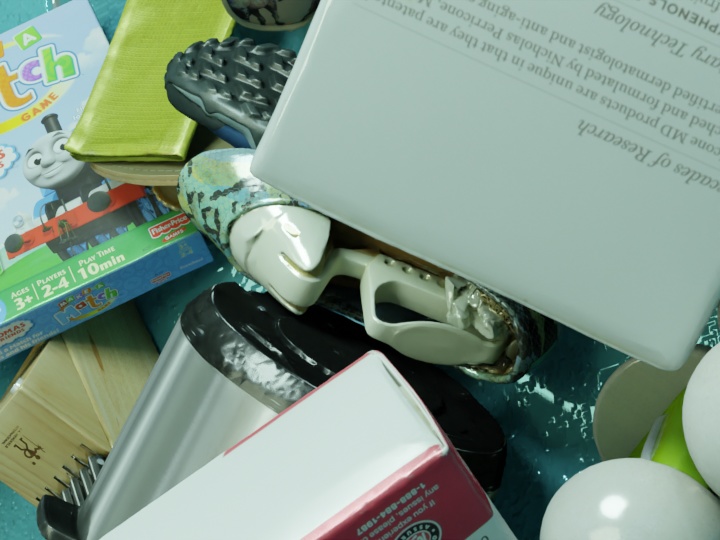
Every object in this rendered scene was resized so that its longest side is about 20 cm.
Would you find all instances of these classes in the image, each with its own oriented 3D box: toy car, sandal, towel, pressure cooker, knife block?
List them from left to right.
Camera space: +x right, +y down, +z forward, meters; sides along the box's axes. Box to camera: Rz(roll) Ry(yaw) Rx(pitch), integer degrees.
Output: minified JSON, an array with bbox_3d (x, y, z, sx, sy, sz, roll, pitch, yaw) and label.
[{"bbox_3d":[-0.127,0.111,1.378,0.064,0.176,0.200,-47,10,30],"label":"knife block"},{"bbox_3d":[-0.099,-0.150,1.337,0.086,0.018,0.200,1,62,38],"label":"towel"},{"bbox_3d":[-0.055,-0.041,1.308,0.212,0.078,0.070,-1,119,33],"label":"sandal"},{"bbox_3d":[-0.042,0.128,1.143,0.176,0.179,0.200,35,103,26],"label":"pressure cooker"},{"bbox_3d":[0.180,0.089,1.014,0.150,0.175,0.200,42,118,-4],"label":"toy car"}]

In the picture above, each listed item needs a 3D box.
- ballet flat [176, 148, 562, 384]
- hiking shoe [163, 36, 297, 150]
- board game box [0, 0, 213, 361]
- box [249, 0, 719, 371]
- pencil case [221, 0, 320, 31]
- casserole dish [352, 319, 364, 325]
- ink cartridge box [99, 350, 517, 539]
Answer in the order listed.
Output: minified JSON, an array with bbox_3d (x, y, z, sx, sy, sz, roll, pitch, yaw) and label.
[{"bbox_3d":[0.000,0.000,1.147,0.200,0.074,0.074,19,102,4],"label":"ballet flat"},{"bbox_3d":[-0.016,-0.042,1.203,0.200,0.074,0.087,29,127,10],"label":"hiking shoe"},{"bbox_3d":[-0.191,-0.054,1.398,0.151,0.037,0.200,-26,54,-4],"label":"board game box"},{"bbox_3d":[0.089,-0.096,1.020,0.200,0.199,0.171,24,110,2],"label":"box"},{"bbox_3d":[-0.051,-0.234,1.297,0.089,0.078,0.200,93,169,-65],"label":"pencil case"},{"bbox_3d":[-0.008,0.096,1.265,0.121,0.039,0.200,-26,69,40],"label":"casserole dish"},{"bbox_3d":[0.005,0.154,1.015,0.148,0.200,0.086,-36,36,-3],"label":"ink cartridge box"}]
